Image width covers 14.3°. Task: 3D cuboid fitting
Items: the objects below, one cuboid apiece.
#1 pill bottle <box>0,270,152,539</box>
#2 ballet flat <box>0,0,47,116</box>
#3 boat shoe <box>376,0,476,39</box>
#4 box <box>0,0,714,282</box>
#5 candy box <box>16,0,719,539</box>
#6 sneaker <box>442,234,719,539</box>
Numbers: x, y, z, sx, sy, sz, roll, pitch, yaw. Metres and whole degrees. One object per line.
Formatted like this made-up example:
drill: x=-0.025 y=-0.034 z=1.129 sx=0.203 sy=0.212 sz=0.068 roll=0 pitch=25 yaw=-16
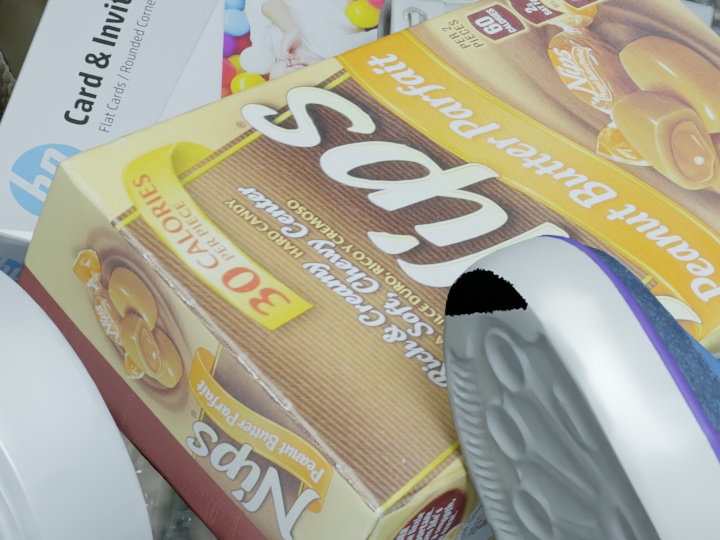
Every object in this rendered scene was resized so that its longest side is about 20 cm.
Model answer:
pill bottle: x=-0.149 y=0.078 z=0.587 sx=0.200 sy=0.113 sz=0.113 roll=-29 pitch=53 yaw=-29
ballet flat: x=-0.095 y=-0.079 z=0.936 sx=0.067 sy=0.046 sz=0.200 roll=-20 pitch=50 yaw=-20
boat shoe: x=0.001 y=-0.004 z=0.778 sx=0.086 sy=0.075 sz=0.202 roll=16 pitch=53 yaw=0
box: x=-0.003 y=-0.038 z=0.870 sx=0.200 sy=0.041 sz=0.156 roll=15 pitch=55 yaw=2
candy box: x=0.030 y=-0.001 z=0.697 sx=0.200 sy=0.055 sz=0.115 roll=-24 pitch=60 yaw=-40
sneaker: x=0.119 y=0.051 z=0.621 sx=0.146 sy=0.200 sz=0.081 roll=-35 pitch=12 yaw=-22
